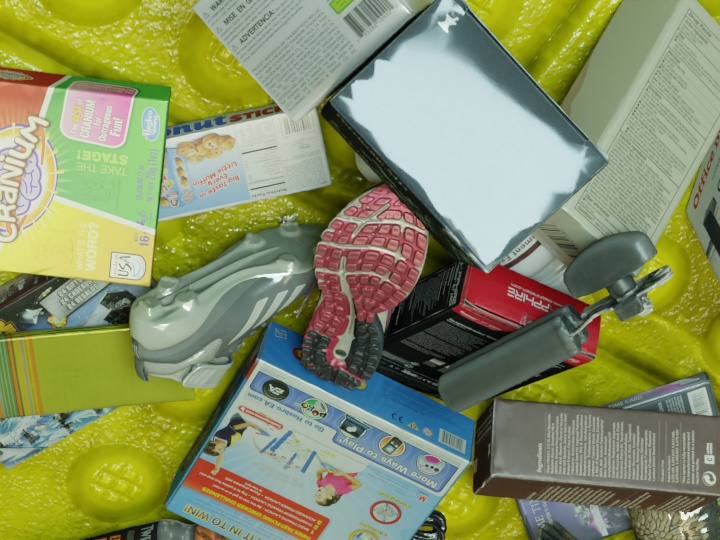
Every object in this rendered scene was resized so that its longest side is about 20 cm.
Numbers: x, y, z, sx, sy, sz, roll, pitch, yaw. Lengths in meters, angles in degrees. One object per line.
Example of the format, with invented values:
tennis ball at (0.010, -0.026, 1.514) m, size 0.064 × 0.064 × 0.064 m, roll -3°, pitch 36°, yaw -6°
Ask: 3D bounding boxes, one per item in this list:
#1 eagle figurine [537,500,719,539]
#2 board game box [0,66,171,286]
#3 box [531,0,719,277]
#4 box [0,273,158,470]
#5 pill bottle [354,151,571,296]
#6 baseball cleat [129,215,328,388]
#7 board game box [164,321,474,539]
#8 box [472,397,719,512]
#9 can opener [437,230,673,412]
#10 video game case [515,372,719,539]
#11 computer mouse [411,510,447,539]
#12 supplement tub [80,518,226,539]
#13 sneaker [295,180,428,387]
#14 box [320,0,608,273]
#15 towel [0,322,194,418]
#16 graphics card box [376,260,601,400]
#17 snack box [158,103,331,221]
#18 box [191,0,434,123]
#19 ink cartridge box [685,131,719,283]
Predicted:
eagle figurine at (0.261, 0.282, 1.525) m, size 0.151 × 0.152 × 0.200 m, roll -9°, pitch 130°, yaw 22°
board game box at (-0.250, -0.074, 1.273) m, size 0.199 × 0.040 × 0.153 m, roll 6°, pitch 111°, yaw -5°
box at (0.203, -0.103, 1.263) m, size 0.095 × 0.078 × 0.200 m, roll 41°, pitch 72°, yaw -27°
box at (-0.250, 0.065, 1.386) m, size 0.200 × 0.040 × 0.137 m, roll -29°, pitch 122°, yaw 10°
pill bottle at (0.099, -0.062, 1.313) m, size 0.113 × 0.113 × 0.200 m, roll -40°, pitch 119°, yaw 16°
baseball cleat at (-0.097, 0.029, 1.343) m, size 0.200 × 0.070 × 0.107 m, roll -21°, pitch 132°, yaw -26°
board game box at (-0.036, 0.166, 1.430) m, size 0.200 × 0.056 × 0.196 m, roll 27°, pitch 125°, yaw -10°
box at (0.202, 0.160, 1.444) m, size 0.199 × 0.075 × 0.100 m, roll 4°, pitch 163°, yaw -5°
can opener at (0.140, 0.038, 1.230) m, size 0.200 × 0.053 × 0.067 m, roll -34°, pitch 90°, yaw 24°
video game case at (0.238, 0.181, 1.541) m, size 0.200 × 0.019 × 0.143 m, roll -18°, pitch 122°, yaw 5°
computer mouse at (0.018, 0.163, 1.482) m, size 0.109 × 0.044 × 0.200 m, roll 1°, pitch 125°, yaw 8°
supplement tub at (-0.212, 0.292, 1.485) m, size 0.200 × 0.123 × 0.123 m, roll -15°, pitch 123°, yaw 1°
sneaker at (0.000, 0.000, 1.296) m, size 0.080 × 0.075 × 0.200 m, roll 20°, pitch 135°, yaw -3°
box at (0.062, -0.090, 1.120) m, size 0.107 × 0.200 × 0.148 m, roll -43°, pitch 94°, yaw 0°
towel at (-0.237, 0.080, 1.365) m, size 0.199 × 0.018 × 0.086 m, roll -5°, pitch 128°, yaw -7°
graphics card box at (0.087, 0.053, 1.355) m, size 0.125 × 0.051 × 0.200 m, roll 22°, pitch 155°, yaw -20°
snack box at (-0.127, -0.081, 1.320) m, size 0.200 × 0.024 × 0.072 m, roll -12°, pitch 123°, yaw 0°
box at (-0.020, -0.189, 1.154) m, size 0.112 × 0.200 × 0.101 m, roll -40°, pitch 95°, yaw 18°
ink cartridge box at (0.331, -0.053, 1.301) m, size 0.084 × 0.200 × 0.145 m, roll 8°, pitch 120°, yaw -8°
